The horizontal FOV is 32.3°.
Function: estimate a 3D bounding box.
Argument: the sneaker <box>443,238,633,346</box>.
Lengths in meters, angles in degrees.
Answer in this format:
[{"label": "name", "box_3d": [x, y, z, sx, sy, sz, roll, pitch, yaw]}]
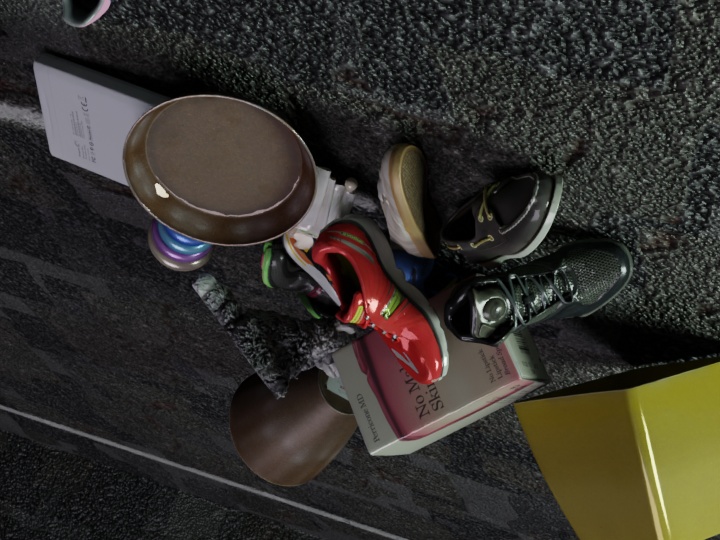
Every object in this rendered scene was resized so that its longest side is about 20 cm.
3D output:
[{"label": "sneaker", "box_3d": [0.171, 0.026, 1.224, 0.197, 0.077, 0.114, -15, -173, 19]}]

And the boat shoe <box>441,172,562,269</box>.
[{"label": "boat shoe", "box_3d": [0.133, -0.050, 1.194, 0.060, 0.073, 0.201, 20, 161, -9]}]

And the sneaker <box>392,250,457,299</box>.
[{"label": "sneaker", "box_3d": [0.082, 0.036, 1.452, 0.077, 0.067, 0.201, 7, 154, 23]}]

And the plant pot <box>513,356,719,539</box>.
[{"label": "plant pot", "box_3d": [0.317, 0.203, 1.356, 0.198, 0.179, 0.199, -11, 175, -32]}]

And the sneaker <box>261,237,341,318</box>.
[{"label": "sneaker", "box_3d": [-0.054, 0.003, 1.506, 0.083, 0.078, 0.200, 1, 161, 30]}]

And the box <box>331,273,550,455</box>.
[{"label": "box", "box_3d": [0.089, 0.107, 1.380, 0.198, 0.129, 0.109, -30, 162, 21]}]

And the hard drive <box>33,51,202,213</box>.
[{"label": "hard drive", "box_3d": [-0.251, -0.145, 1.321, 0.198, 0.027, 0.133, 22, 139, 16]}]

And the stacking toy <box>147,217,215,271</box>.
[{"label": "stacking toy", "box_3d": [-0.195, -0.072, 1.448, 0.084, 0.086, 0.200, 24, 154, -7]}]

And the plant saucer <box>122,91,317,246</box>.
[{"label": "plant saucer", "box_3d": [-0.139, -0.107, 1.253, 0.197, 0.035, 0.202, 4, 137, 3]}]

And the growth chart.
[{"label": "growth chart", "box_3d": [-0.097, -0.093, 1.314, 0.198, 0.018, 0.145, 29, 142, -5]}]

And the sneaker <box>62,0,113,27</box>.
[{"label": "sneaker", "box_3d": [-0.230, -0.274, 0.998, 0.069, 0.083, 0.201, 17, 158, 12]}]

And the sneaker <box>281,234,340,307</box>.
[{"label": "sneaker", "box_3d": [0.000, 0.000, 1.435, 0.089, 0.071, 0.200, 0, 148, 49]}]

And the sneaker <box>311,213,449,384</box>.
[{"label": "sneaker", "box_3d": [0.014, 0.041, 1.291, 0.201, 0.085, 0.077, 55, 138, -1]}]

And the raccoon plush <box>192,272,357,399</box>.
[{"label": "raccoon plush", "box_3d": [-0.091, 0.056, 1.490, 0.201, 0.133, 0.097, 54, 173, -14]}]

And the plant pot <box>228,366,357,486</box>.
[{"label": "plant pot", "box_3d": [-0.073, 0.204, 1.872, 0.185, 0.189, 0.200, 29, 142, -19]}]

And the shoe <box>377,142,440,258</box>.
[{"label": "shoe", "box_3d": [0.041, -0.065, 1.248, 0.052, 0.071, 0.200, 6, 157, 15]}]
